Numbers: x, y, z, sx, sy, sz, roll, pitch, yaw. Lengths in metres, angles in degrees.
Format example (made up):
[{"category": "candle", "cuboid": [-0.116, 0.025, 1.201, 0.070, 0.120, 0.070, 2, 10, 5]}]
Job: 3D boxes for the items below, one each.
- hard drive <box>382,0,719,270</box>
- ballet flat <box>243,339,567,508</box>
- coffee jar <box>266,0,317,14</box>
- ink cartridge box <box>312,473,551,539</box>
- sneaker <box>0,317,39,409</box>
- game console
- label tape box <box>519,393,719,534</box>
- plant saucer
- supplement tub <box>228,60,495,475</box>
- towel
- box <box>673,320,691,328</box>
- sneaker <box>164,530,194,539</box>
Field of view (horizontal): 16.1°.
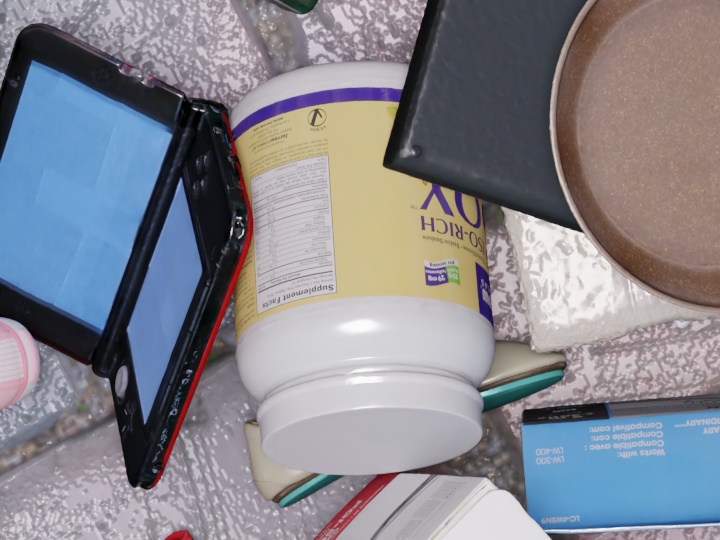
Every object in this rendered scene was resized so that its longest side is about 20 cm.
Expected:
[{"category": "hard drive", "cuboid": [0.123, -0.094, 1.383, 0.199, 0.033, 0.141, 18, 83, -15]}, {"category": "ballet flat", "cuboid": [0.021, 0.072, 1.497, 0.199, 0.069, 0.070, -25, 92, 5]}, {"category": "coffee jar", "cuboid": [-0.023, -0.253, 1.450, 0.085, 0.104, 0.201, 33, 96, 26]}, {"category": "ink cartridge box", "cuboid": [0.059, 0.190, 1.388, 0.083, 0.200, 0.147, -44, 98, -14]}, {"category": "sneaker", "cuboid": [-0.292, 0.075, 1.471, 0.199, 0.105, 0.076, -15, 93, 25]}, {"category": "game console", "cuboid": [-0.152, -0.006, 1.438, 0.118, 0.173, 0.201, 9, 126, -20]}, {"category": "label tape box", "cuboid": [0.162, 0.107, 1.419, 0.142, 0.200, 0.067, -4, 88, 4]}, {"category": "plant saucer", "cuboid": [0.189, -0.077, 1.365, 0.199, 0.037, 0.202, 1, 87, -15]}, {"category": "supplement tub", "cuboid": [0.000, 0.000, 1.419, 0.144, 0.146, 0.201, -6, 69, 4]}, {"category": "towel", "cuboid": [0.138, -0.061, 1.441, 0.132, 0.034, 0.202, -12, 92, 4]}, {"category": "box", "cuboid": [0.154, -0.070, 1.482, 0.082, 0.049, 0.200, -38, 91, 4]}, {"category": "sneaker", "cuboid": [-0.067, 0.209, 1.503, 0.198, 0.078, 0.116, -9, 95, 3]}]
